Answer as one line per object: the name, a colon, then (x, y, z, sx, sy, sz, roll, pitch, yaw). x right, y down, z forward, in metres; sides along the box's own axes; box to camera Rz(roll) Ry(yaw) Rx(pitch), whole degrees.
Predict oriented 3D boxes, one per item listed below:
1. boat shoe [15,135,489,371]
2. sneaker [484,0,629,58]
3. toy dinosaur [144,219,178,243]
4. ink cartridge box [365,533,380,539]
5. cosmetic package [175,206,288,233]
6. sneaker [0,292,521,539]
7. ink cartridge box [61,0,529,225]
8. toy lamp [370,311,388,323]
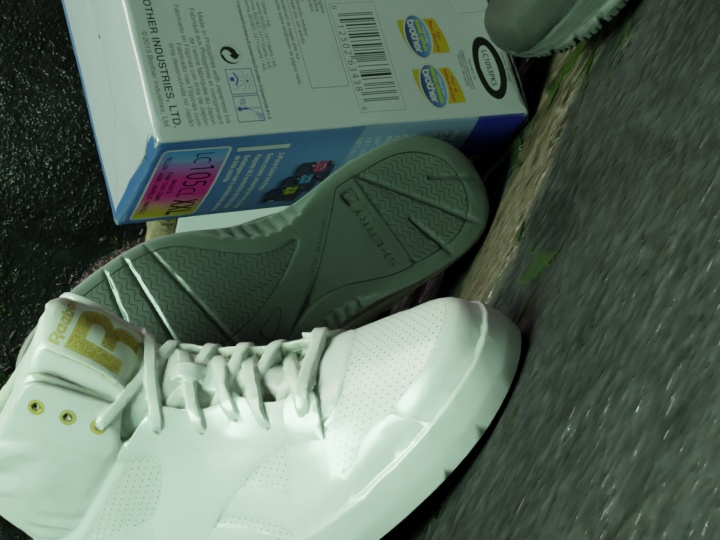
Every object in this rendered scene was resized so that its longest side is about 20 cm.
boat shoe: (-0.041, 0.013, 0.709, 0.201, 0.075, 0.065, -31, -11, -19)
sneaker: (0.088, -0.168, 0.643, 0.201, 0.090, 0.076, -59, 10, 32)
toy dinosaur: (-0.118, 0.021, 0.946, 0.102, 0.058, 0.200, -58, -1, -23)
ink cartridge box: (-0.037, 0.126, 0.636, 0.173, 0.043, 0.201, -24, 34, 46)
cosmetic package: (-0.062, 0.011, 0.934, 0.102, 0.073, 0.201, -73, -4, -54)
sneaker: (-0.052, 0.045, 0.586, 0.199, 0.115, 0.074, -35, 24, 31)
ink cartridge box: (-0.017, -0.103, 0.757, 0.076, 0.198, 0.138, 131, 127, -59)
toy lamp: (0.020, -0.053, 0.826, 0.058, 0.058, 0.201, -51, 13, 57)
